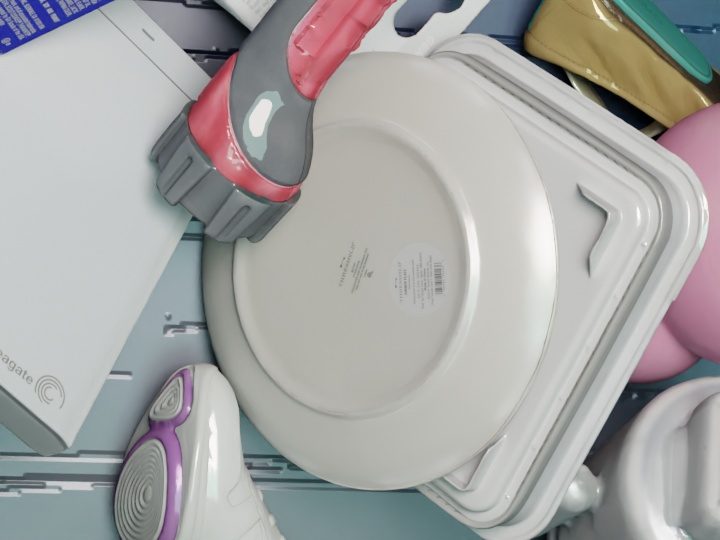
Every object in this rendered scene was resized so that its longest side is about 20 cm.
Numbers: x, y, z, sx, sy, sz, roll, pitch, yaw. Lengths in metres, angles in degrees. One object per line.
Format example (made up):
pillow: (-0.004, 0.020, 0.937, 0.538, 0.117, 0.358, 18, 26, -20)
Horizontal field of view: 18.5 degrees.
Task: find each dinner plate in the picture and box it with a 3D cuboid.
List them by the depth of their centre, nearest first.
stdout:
dinner plate: (0.000, 0.000, 1.005, 0.024, 0.199, 0.201, 0, 99, -56)

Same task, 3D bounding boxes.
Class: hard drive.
hard drive: (-0.138, -0.038, 0.977, 0.132, 0.027, 0.201, 44, 52, -26)

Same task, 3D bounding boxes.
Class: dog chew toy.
dog chew toy: (0.140, -0.003, 1.046, 0.199, 0.125, 0.125, -18, 103, 30)

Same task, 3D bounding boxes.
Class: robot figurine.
robot figurine: (0.156, 0.122, 1.053, 0.169, 0.200, 0.114, 15, 65, -8)

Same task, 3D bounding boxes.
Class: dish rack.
dish rack: (0.049, 0.008, 1.010, 0.043, 0.171, 0.201, 0, 121, -56)

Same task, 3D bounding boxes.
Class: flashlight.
flashlight: (-0.011, -0.099, 0.956, 0.068, 0.068, 0.200, 28, 121, -29)

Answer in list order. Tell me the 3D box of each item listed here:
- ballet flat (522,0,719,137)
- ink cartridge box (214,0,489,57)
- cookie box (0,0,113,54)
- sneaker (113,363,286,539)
ballet flat: (0.165, -0.077, 1.100, 0.200, 0.069, 0.063, 38, 115, -12)
ink cartridge box: (-0.021, -0.190, 1.047, 0.163, 0.057, 0.200, -48, 113, -5)
cookie box: (-0.106, -0.217, 0.950, 0.199, 0.075, 0.172, -26, 70, 0)
sneaker: (-0.065, 0.142, 1.068, 0.099, 0.075, 0.201, -5, 98, -32)
